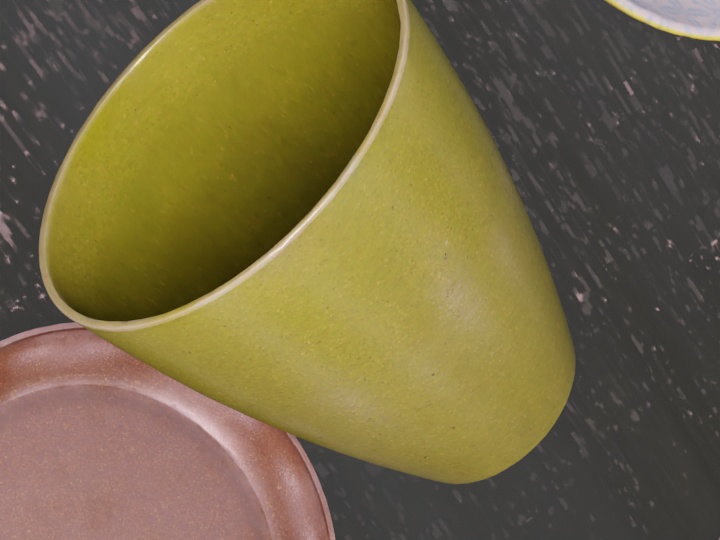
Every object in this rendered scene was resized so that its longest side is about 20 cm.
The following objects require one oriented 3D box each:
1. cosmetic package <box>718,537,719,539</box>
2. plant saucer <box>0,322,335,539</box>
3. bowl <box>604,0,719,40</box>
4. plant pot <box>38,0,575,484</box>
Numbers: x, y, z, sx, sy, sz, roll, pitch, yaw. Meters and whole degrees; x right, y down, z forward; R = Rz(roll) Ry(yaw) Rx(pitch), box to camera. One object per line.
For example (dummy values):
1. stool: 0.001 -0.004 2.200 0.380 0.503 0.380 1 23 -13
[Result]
1. cosmetic package: 0.233 0.240 0.920 0.165 0.165 0.200 39 75 -21
2. plant saucer: -0.106 0.118 0.834 0.200 0.032 0.201 13 59 -22
3. bowl: 0.144 -0.205 0.836 0.199 0.108 0.201 -4 104 -15
4. plant pot: 0.000 0.000 0.825 0.187 0.187 0.200 -47 126 -1
